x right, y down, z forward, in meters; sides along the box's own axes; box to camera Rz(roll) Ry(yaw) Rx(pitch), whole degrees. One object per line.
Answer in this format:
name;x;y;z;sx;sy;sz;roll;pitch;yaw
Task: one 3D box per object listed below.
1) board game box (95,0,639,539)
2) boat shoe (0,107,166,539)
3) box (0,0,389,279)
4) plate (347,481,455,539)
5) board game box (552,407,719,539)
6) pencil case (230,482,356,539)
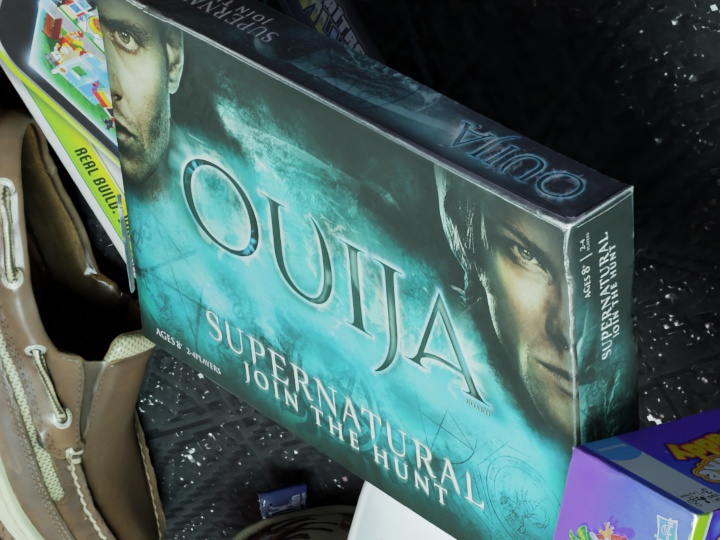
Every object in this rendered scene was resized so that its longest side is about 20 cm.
board game box;0.000;0.000;0.864;0.200;0.028;0.136;29;137;40
boat shoe;-0.100;0.031;1.004;0.075;0.075;0.203;-10;127;21
box;-0.057;-0.073;0.935;0.110;0.035;0.200;-16;116;34
plate;0.069;0.184;0.967;0.199;0.200;0.032;17;170;-5
board game box;0.098;0.137;0.859;0.045;0.134;0.201;28;117;37
pencil case;-0.016;0.174;1.070;0.089;0.078;0.201;8;128;11
